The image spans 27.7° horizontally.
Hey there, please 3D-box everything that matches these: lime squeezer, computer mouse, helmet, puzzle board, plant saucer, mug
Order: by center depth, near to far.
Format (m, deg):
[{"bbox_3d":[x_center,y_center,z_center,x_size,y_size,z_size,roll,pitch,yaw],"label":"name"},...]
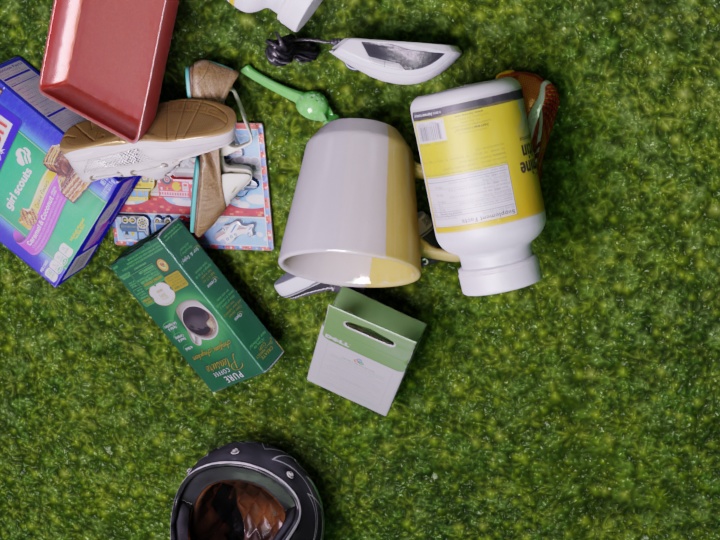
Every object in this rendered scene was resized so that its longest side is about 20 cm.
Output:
[{"bbox_3d":[0.005,-0.218,1.511,0.198,0.110,0.044,6,97,8],"label":"computer mouse"},{"bbox_3d":[0.008,-0.069,1.535,0.149,0.186,0.154,-12,68,48],"label":"mug"},{"bbox_3d":[-0.260,-0.257,1.546,0.199,0.037,0.201,28,111,41],"label":"plant saucer"},{"bbox_3d":[-0.052,-0.149,1.591,0.070,0.038,0.201,-29,103,25],"label":"lime squeezer"},{"bbox_3d":[-0.199,-0.096,1.669,0.198,0.017,0.152,2,113,15],"label":"puzzle board"},{"bbox_3d":[-0.132,0.303,1.726,0.198,0.192,0.200,5,153,3],"label":"helmet"}]

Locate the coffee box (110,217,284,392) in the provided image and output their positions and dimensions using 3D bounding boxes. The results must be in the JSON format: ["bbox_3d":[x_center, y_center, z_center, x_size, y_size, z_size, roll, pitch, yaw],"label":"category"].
[{"bbox_3d":[-0.189,0.044,1.685,0.200,0.044,0.123,52,141,-11],"label":"coffee box"}]

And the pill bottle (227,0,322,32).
[{"bbox_3d":[-0.123,-0.336,1.488,0.199,0.112,0.112,36,118,-2],"label":"pill bottle"}]

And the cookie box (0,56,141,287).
[{"bbox_3d":[-0.372,-0.113,1.670,0.200,0.075,0.171,39,118,4],"label":"cookie box"}]

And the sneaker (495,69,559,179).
[{"bbox_3d":[0.151,-0.115,1.539,0.077,0.073,0.201,24,112,24],"label":"sneaker"}]

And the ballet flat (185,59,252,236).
[{"bbox_3d":[-0.154,-0.132,1.605,0.072,0.068,0.202,-1,109,-4],"label":"ballet flat"}]

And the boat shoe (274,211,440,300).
[{"bbox_3d":[0.000,0.000,1.629,0.199,0.070,0.067,-24,103,16],"label":"boat shoe"}]

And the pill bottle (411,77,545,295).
[{"bbox_3d":[0.122,-0.083,1.447,0.111,0.112,0.202,-9,98,20],"label":"pill bottle"}]

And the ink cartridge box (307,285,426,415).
[{"bbox_3d":[0.009,0.079,1.606,0.103,0.060,0.200,25,151,4],"label":"ink cartridge box"}]

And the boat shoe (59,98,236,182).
[{"bbox_3d":[-0.218,-0.132,1.558,0.198,0.071,0.070,-5,131,17],"label":"boat shoe"}]
